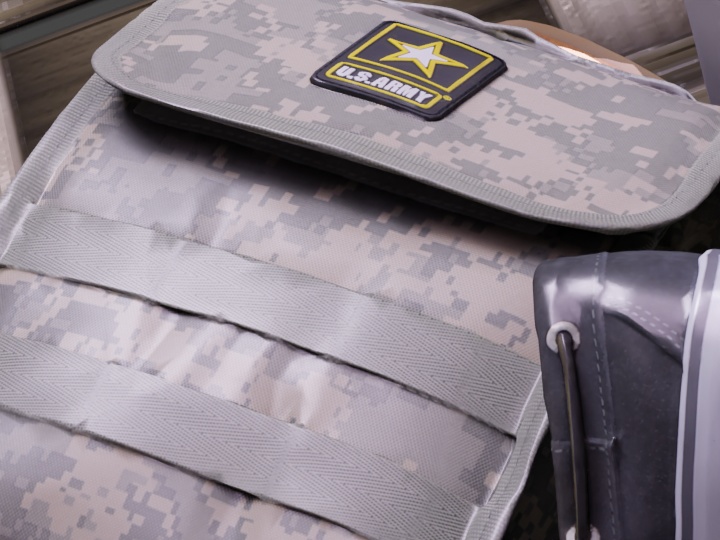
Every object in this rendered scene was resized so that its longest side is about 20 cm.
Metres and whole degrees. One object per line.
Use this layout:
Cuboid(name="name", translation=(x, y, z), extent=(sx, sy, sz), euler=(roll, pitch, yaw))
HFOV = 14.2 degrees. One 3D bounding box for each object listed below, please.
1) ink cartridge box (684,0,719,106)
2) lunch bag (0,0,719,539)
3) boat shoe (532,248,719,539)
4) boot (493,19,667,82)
Cuboid(name="ink cartridge box", translation=(0.191, -0.076, 0.790), extent=(0.200, 0.145, 0.084), euler=(-39, 42, -21))
Cuboid(name="lunch bag", translation=(-0.004, 0.014, 0.725), extent=(0.163, 0.118, 0.201), euler=(18, 66, 21))
Cuboid(name="boat shoe", translation=(0.059, 0.090, 0.633), extent=(0.056, 0.201, 0.069), euler=(6, 14, 11))
Cuboid(name="boot", translation=(0.000, 0.000, 0.844), extent=(0.199, 0.077, 0.156), euler=(14, 57, 22))
